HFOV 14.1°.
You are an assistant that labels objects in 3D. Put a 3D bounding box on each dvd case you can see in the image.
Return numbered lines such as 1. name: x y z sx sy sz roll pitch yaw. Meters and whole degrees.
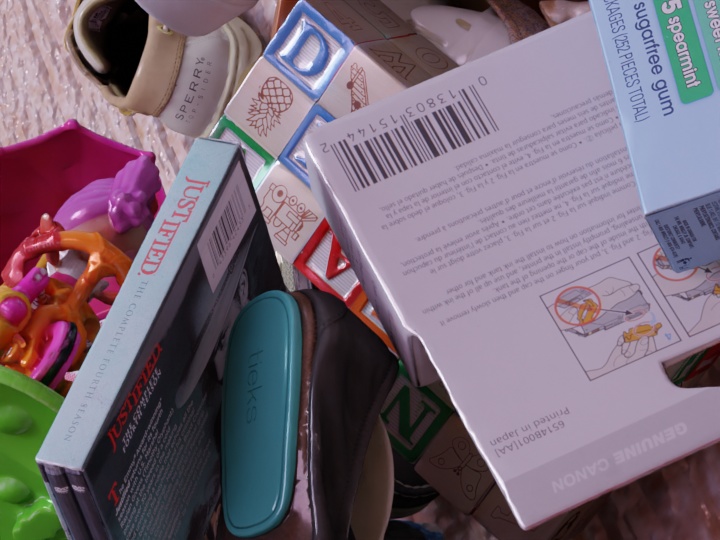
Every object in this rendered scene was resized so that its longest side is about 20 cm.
1. dvd case: -0.056 0.072 1.039 0.022 0.200 0.146 10 54 19

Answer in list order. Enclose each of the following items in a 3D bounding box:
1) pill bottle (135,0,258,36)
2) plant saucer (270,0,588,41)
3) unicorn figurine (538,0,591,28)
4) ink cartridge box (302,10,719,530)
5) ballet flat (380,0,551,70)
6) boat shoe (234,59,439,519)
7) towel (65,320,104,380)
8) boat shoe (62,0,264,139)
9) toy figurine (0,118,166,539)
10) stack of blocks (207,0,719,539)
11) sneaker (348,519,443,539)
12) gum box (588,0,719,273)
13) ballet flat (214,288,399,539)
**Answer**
1. pill bottle: -0.006 -0.173 1.104 0.200 0.113 0.113 -31 52 26
2. plant saucer: 0.033 -0.114 1.255 0.200 0.032 0.201 -22 61 46
3. unicorn figurine: 0.104 -0.178 1.148 0.137 0.074 0.200 -31 68 -1
4. ink cartridge box: 0.105 -0.011 1.006 0.045 0.200 0.176 81 163 -59
5. ballet flat: 0.030 -0.094 1.168 0.068 0.067 0.200 -57 40 21
6. boat shoe: 0.001 -0.001 1.185 0.066 0.072 0.201 -27 74 52
7. towel: -0.137 0.086 1.404 0.146 0.030 0.200 20 90 54
8. boat shoe: -0.105 -0.116 1.389 0.200 0.066 0.074 37 109 63
9. toy figurine: -0.135 0.012 1.217 0.200 0.150 0.184 -34 26 54
10. stack of blocks: 0.032 0.000 1.104 0.200 0.059 0.115 42 114 14
11. sneaker: -0.027 0.157 1.205 0.200 0.075 0.087 -30 61 53
12. gum box: 0.176 -0.109 0.979 0.200 0.045 0.170 -18 57 12
13. ballet flat: -0.021 0.103 0.969 0.068 0.068 0.200 -13 57 49
